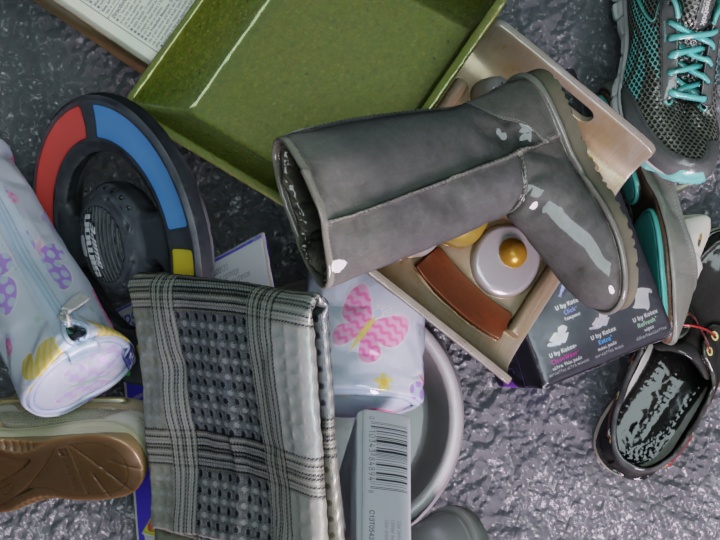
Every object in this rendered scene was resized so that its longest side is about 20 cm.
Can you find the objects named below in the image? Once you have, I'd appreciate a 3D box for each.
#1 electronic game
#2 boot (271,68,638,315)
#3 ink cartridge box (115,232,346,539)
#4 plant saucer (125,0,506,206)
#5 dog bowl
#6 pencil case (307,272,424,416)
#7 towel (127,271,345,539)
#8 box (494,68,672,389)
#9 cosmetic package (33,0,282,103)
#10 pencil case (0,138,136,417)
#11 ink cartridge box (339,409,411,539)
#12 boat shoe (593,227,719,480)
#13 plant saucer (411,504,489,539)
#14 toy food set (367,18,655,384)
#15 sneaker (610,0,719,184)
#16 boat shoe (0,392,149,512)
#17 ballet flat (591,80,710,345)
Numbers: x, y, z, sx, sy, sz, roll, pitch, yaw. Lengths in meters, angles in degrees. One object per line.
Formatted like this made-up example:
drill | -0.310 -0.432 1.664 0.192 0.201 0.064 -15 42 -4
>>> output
electronic game | -0.162 -0.021 1.625 0.041 0.200 0.201 -16 91 -37
boot | 0.060 -0.029 1.509 0.199 0.073 0.183 -21 79 -33
ink cartridge box | -0.092 0.097 1.622 0.043 0.198 0.201 2 73 -37
plant saucer | -0.025 -0.138 1.610 0.199 0.048 0.200 31 82 28
dog bowl | -0.018 0.104 1.707 0.199 0.059 0.201 0 88 -10
pencil case | 0.000 0.000 1.638 0.090 0.083 0.201 -1 75 4
towel | -0.083 0.105 1.523 0.034 0.192 0.201 -14 104 -41
box | 0.124 -0.027 1.699 0.106 0.122 0.201 -21 93 -12
cosmetic package | -0.155 -0.202 1.686 0.200 0.071 0.105 35 83 -7
pencil case | -0.231 0.002 1.620 0.083 0.091 0.200 -31 63 -8
ink cartridge box | -0.003 0.229 1.574 0.043 0.201 0.197 7 47 -8
boat shoe | 0.237 0.060 1.748 0.073 0.063 0.202 30 83 -4
plant saucer | 0.026 0.252 1.635 0.050 0.200 0.201 18 86 -19
toy food set | 0.092 -0.046 1.590 0.143 0.060 0.200 37 73 -9
sneaker | 0.222 -0.157 1.699 0.077 0.091 0.201 4 60 -16
boat shoe | -0.230 0.118 1.652 0.199 0.065 0.072 -4 122 21
ballet flat | 0.219 -0.047 1.726 0.063 0.067 0.201 -9 72 -14
